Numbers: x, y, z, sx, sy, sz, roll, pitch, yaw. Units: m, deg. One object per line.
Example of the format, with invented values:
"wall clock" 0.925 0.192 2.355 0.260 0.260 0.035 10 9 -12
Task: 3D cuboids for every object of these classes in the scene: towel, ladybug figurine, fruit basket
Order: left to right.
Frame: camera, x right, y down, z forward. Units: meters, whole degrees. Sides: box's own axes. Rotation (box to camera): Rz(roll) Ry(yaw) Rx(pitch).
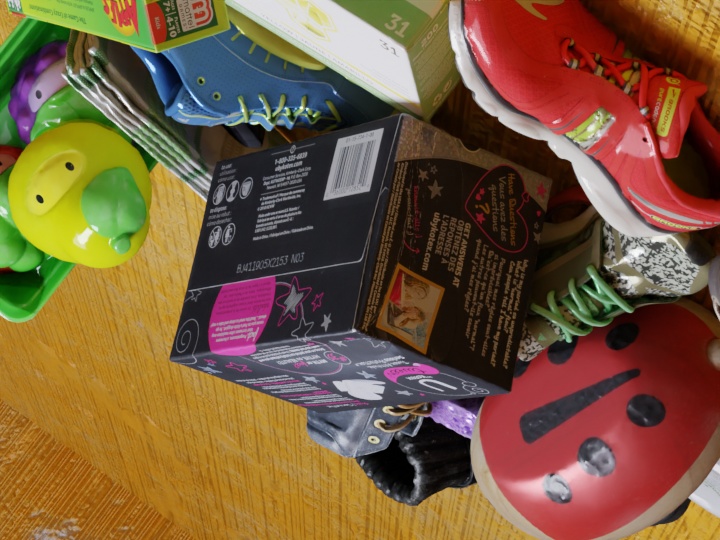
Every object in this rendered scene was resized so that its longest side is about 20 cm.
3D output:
"fruit basket" -0.211 -0.070 1.876 0.155 0.216 0.216 39 165 -8
"towel" -0.103 -0.101 1.757 0.200 0.031 0.149 41 -157 -22
"ladybug figurine" 0.135 0.084 1.604 0.072 0.136 0.200 7 147 -44

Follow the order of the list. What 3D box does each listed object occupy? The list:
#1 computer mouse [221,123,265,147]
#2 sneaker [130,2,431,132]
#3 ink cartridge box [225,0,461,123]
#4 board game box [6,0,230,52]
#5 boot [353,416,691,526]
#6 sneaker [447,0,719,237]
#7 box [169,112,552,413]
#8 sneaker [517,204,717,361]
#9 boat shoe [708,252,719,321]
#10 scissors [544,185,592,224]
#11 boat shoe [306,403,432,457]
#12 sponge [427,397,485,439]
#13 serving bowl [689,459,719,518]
"computer mouse" -0.111 -0.161 1.671 0.200 0.046 0.140 49 174 -5
"sneaker" -0.056 -0.106 1.596 0.200 0.105 0.076 40 165 -10
"ink cartridge box" -0.020 -0.166 1.446 0.145 0.048 0.200 33 168 17
"board game box" -0.145 -0.185 1.517 0.200 0.047 0.102 21 126 58
"boot" 0.100 0.119 1.816 0.157 0.080 0.211 -5 -161 -41
"sneaker" 0.123 -0.088 1.332 0.085 0.077 0.200 0 149 49
"box" 0.000 0.000 1.572 0.114 0.133 0.200 22 162 -31
"sneaker" 0.121 0.017 1.541 0.077 0.089 0.200 42 150 -21
"boat shoe" 0.250 0.055 1.471 0.200 0.074 0.073 56 168 -29
"scissors" 0.112 -0.003 1.634 0.073 0.014 0.200 34 155 -11
"boat shoe" 0.027 0.067 1.701 0.200 0.071 0.091 5 112 55
"sponge" 0.066 0.052 1.786 0.199 0.111 0.030 24 139 43
"serving bowl" 0.226 0.106 1.672 0.200 0.066 0.200 34 164 11
